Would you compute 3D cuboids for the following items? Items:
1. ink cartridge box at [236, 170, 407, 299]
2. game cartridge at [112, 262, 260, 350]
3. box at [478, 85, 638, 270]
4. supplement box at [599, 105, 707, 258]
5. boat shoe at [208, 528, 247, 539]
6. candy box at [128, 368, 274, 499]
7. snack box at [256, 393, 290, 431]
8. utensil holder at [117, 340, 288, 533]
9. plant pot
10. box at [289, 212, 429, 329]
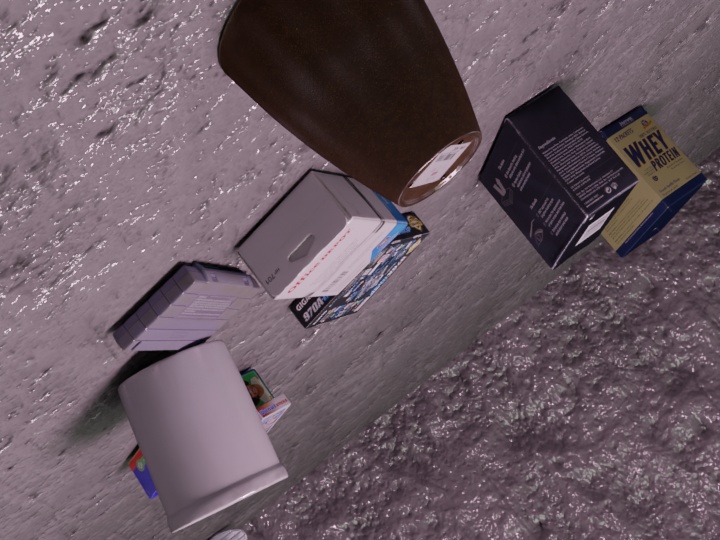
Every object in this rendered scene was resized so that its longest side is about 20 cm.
[{"bbox_3d":[-0.044,-0.042,1.451,0.146,0.086,0.199,-44,164,16],"label":"ink cartridge box"},{"bbox_3d":[-0.208,0.046,1.411,0.130,0.038,0.200,-47,165,9],"label":"game cartridge"},{"bbox_3d":[0.305,-0.143,1.799,0.117,0.201,0.197,-33,165,-19],"label":"box"},{"bbox_3d":[0.546,-0.177,2.311,0.133,0.201,0.201,-30,163,-30],"label":"supplement box"},{"bbox_3d":[-0.387,0.732,2.990,0.198,0.074,0.067,-27,179,-9],"label":"boat shoe"},{"bbox_3d":[-0.255,0.261,1.851,0.199,0.077,0.169,-24,159,-52],"label":"candy box"},{"bbox_3d":[-0.187,0.276,1.866,0.072,0.024,0.200,-23,158,-50],"label":"snack box"},{"bbox_3d":[-0.210,0.216,1.512,0.168,0.202,0.170,-24,171,-4],"label":"utensil holder"},{"bbox_3d":[0.009,-0.161,0.992,0.186,0.201,0.187,-36,165,-11],"label":"plant pot"},{"bbox_3d":[0.000,0.000,1.771,0.200,0.046,0.158,-48,164,28],"label":"box"}]
